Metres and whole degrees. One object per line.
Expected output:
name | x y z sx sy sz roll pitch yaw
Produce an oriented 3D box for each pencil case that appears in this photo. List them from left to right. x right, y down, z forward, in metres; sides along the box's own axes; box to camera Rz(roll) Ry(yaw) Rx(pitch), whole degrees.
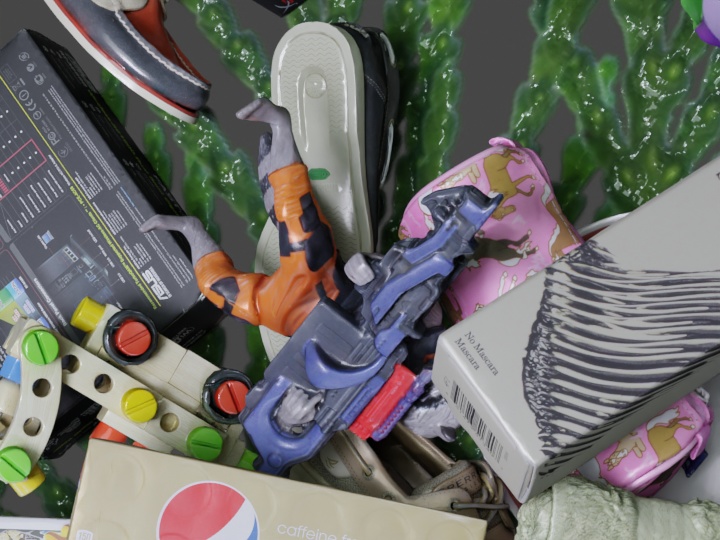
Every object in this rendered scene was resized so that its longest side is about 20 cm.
pencil case | 0.099 0.028 1.097 0.086 0.083 0.200 -27 73 -23

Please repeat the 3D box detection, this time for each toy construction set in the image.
toy construction set | -0.131 0.091 1.136 0.131 0.200 0.092 -60 30 -8

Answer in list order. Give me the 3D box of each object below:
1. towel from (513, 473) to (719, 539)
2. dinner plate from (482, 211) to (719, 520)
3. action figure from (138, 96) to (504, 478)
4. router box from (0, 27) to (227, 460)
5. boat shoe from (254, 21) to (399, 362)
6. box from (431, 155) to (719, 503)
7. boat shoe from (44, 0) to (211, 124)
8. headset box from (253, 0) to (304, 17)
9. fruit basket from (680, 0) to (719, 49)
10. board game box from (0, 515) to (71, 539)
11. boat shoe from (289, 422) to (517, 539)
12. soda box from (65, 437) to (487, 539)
towel | 0.135 0.205 1.037 0.148 0.036 0.201 10 95 -9
dinner plate | 0.159 0.068 1.127 0.200 0.024 0.201 -2 84 17
action figure | 0.000 0.000 1.084 0.200 0.105 0.194 -43 83 27
router box | -0.183 -0.014 1.225 0.150 0.062 0.200 -39 75 10
boat shoe | -0.012 -0.036 1.171 0.072 0.068 0.201 9 100 26
box | 0.136 0.020 1.013 0.200 0.068 0.082 -33 73 -13
boat shoe | -0.148 -0.165 1.229 0.063 0.071 0.200 -45 69 6
headset box | -0.007 -0.236 1.146 0.200 0.149 0.077 -37 76 12
fruit basket | 0.157 -0.179 1.018 0.215 0.156 0.216 0 121 1
board game box | -0.187 0.188 1.084 0.199 0.035 0.127 2 84 -2
boat shoe | 0.043 0.131 1.123 0.200 0.072 0.065 40 122 17
soda box | -0.043 0.135 1.050 0.199 0.064 0.068 12 82 -5
